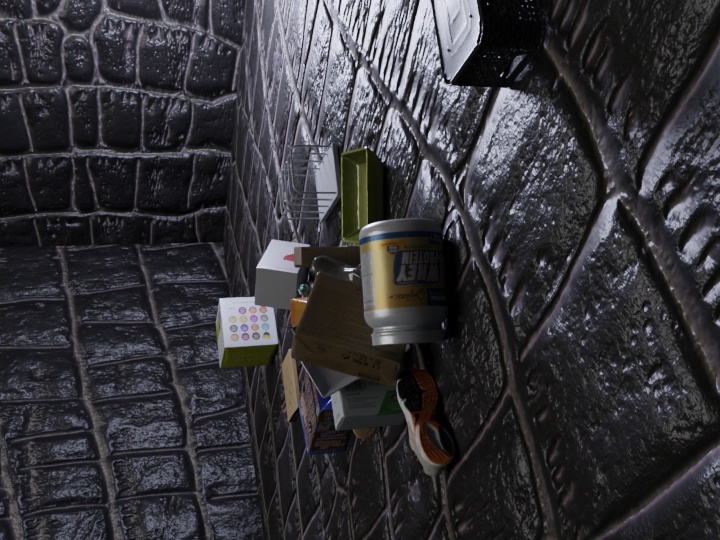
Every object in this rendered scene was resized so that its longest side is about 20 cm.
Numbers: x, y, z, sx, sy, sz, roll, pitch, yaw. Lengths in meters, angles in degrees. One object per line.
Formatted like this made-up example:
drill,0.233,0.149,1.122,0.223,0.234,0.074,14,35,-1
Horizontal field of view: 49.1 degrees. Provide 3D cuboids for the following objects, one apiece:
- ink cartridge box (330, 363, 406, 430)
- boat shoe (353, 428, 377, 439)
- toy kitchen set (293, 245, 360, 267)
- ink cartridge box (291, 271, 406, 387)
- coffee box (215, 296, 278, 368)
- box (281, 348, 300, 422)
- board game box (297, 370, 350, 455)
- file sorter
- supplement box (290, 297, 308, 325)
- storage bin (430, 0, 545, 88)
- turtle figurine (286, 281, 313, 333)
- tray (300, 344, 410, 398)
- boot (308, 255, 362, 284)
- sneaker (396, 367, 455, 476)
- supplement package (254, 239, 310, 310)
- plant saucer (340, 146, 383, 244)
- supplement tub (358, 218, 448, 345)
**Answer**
ink cartridge box,0.011,0.202,1.558,0.083,0.145,0.202,114,151,-58
boat shoe,0.003,0.266,1.733,0.065,0.071,0.202,112,150,-80
toy kitchen set,-0.057,0.048,1.706,0.163,0.178,0.202,-177,87,-74
ink cartridge box,-0.010,0.106,1.445,0.165,0.198,0.076,-70,-6,-47
coffee box,-0.425,0.231,2.924,0.200,0.197,0.200,117,147,-57
box,-0.227,0.378,2.583,0.164,0.021,0.202,118,147,-59
board game box,-0.085,0.337,1.974,0.201,0.096,0.160,106,156,-45
file sorter,-0.135,-0.224,2.036,0.200,0.123,0.140,132,134,-67
supplement box,-0.084,0.106,1.875,0.199,0.068,0.067,8,100,49
storage bin,0.165,-0.364,1.069,0.135,0.093,0.202,132,134,-66
turtle figurine,-0.137,0.108,2.123,0.200,0.100,0.151,-95,23,-73
tray,-0.012,0.157,1.511,0.108,0.199,0.022,55,162,24
boot,0.000,0.000,1.548,0.068,0.199,0.131,-60,-5,-34
sneaker,0.104,0.268,1.383,0.092,0.075,0.201,100,161,-48
supplement package,-0.219,0.011,2.241,0.200,0.120,0.121,-76,-7,-64
plant saucer,0.007,-0.158,1.699,0.200,0.047,0.202,-165,74,-73
supplement tub,0.073,0.022,1.329,0.145,0.143,0.202,157,109,-72
